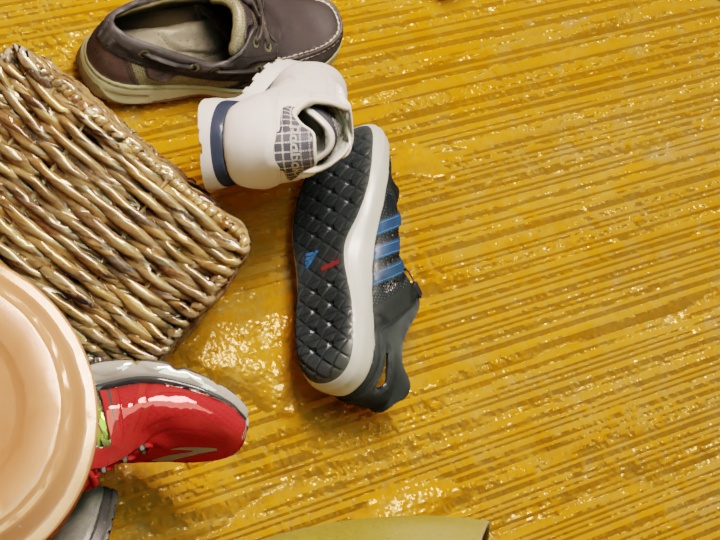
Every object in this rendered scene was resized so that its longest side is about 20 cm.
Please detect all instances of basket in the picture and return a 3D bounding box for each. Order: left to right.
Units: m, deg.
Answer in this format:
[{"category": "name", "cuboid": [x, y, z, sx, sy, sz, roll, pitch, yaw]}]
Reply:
[{"category": "basket", "cuboid": [-0.179, -0.027, 1.222, 0.200, 0.149, 0.143, 39, 90, -5]}]

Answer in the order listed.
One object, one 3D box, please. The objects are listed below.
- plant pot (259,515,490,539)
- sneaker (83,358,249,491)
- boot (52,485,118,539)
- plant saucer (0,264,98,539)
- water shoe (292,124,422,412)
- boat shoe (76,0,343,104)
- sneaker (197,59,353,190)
[{"category": "plant pot", "cuboid": [-0.016, 0.227, 1.128, 0.141, 0.200, 0.201, 13, 60, 8]}, {"category": "sneaker", "cuboid": [-0.162, 0.104, 1.131, 0.199, 0.077, 0.085, 2, 48, -14]}, {"category": "boot", "cuboid": [-0.227, 0.182, 1.107, 0.130, 0.068, 0.201, 27, 55, -2]}, {"category": "plant saucer", "cuboid": [-0.242, 0.077, 1.062, 0.199, 0.032, 0.202, 5, 67, -11]}, {"category": "water shoe", "cuboid": [0.000, 0.000, 1.304, 0.079, 0.071, 0.201, 34, 51, -41]}, {"category": "boat shoe", "cuboid": [-0.091, -0.156, 1.319, 0.199, 0.065, 0.074, -16, 74, -31]}, {"category": "sneaker", "cuboid": [-0.036, -0.093, 1.265, 0.200, 0.080, 0.077, -47, 131, -65]}]
